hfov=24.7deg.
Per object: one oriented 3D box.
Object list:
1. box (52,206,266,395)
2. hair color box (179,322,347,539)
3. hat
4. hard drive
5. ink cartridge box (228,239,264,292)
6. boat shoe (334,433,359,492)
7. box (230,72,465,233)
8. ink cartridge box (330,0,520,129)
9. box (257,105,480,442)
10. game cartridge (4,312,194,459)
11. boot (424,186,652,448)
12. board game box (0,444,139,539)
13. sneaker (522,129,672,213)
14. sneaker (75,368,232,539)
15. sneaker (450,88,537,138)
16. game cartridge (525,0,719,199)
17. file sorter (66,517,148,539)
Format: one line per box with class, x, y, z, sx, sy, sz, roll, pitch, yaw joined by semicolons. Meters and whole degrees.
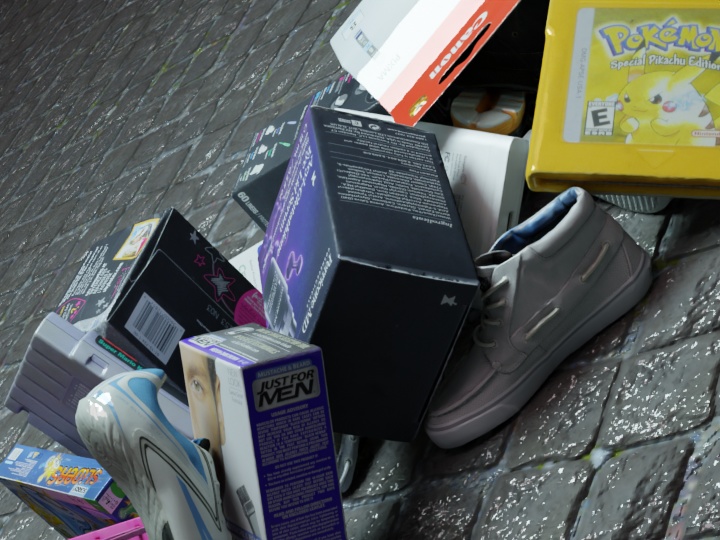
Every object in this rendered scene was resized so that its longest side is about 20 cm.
box;-0.143;0.074;1.319;0.114;0.200;0.132;-22;32;42
hair color box;-0.061;0.144;1.093;0.065;0.201;0.109;-11;12;-26
hat;0.143;-0.217;1.371;0.200;0.081;0.201;0;30;0
hard drive;0.043;-0.051;1.302;0.200;0.027;0.133;15;99;45
ink cartridge box;-0.025;-0.005;1.409;0.200;0.037;0.095;-30;63;32
boat shoe;-0.013;0.087;1.280;0.074;0.065;0.202;-50;11;37
box;0.003;-0.099;1.459;0.200;0.122;0.106;-30;27;29
ink cartridge box;0.053;-0.206;1.318;0.160;0.047;0.200;-49;21;12
box;0.000;0.000;1.186;0.200;0.104;0.148;-102;28;-54
game cartridge;-0.170;0.121;1.248;0.038;0.200;0.130;-57;2;-42
boot;0.101;0.029;1.141;0.200;0.096;0.074;-42;24;4
board game box;-0.194;0.197;1.285;0.035;0.135;0.200;-53;25;-22
sneaker;0.188;-0.101;1.239;0.082;0.074;0.200;-51;26;-6
sneaker;-0.111;0.155;1.063;0.072;0.201;0.072;-31;7;-28
sneaker;0.121;-0.130;1.390;0.078;0.078;0.200;5;28;21
game cartridge;0.213;-0.143;1.149;0.175;0.032;0.201;3;64;15
file sorter;-0.199;0.259;1.134;0.200;0.140;0.125;-22;-6;39
